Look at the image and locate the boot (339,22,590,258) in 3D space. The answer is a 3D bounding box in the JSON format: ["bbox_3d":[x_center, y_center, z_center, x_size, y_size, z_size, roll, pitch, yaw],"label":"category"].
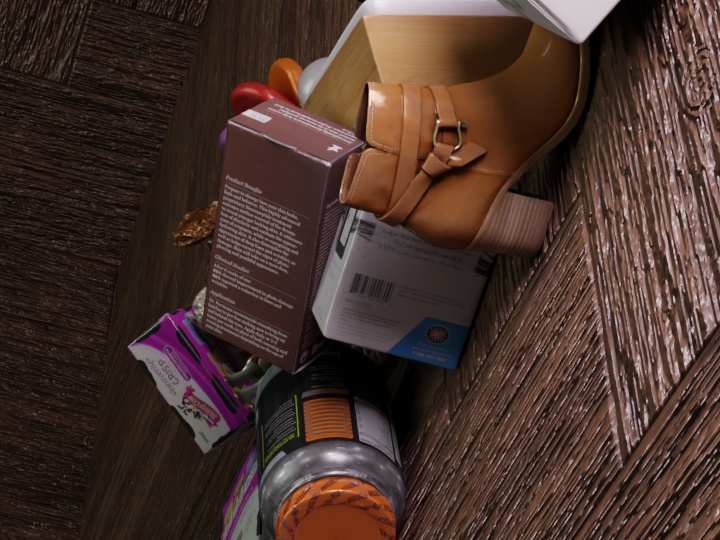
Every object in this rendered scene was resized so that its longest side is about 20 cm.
[{"bbox_3d":[0.076,-0.116,1.231,0.074,0.154,0.201,177,107,-76],"label":"boot"}]

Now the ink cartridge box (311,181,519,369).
[{"bbox_3d":[0.048,-0.036,1.349,0.068,0.115,0.201,-117,44,-69],"label":"ink cartridge box"}]

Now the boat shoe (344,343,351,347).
[{"bbox_3d":[-0.023,0.061,1.683,0.202,0.064,0.075,115,145,-57],"label":"boat shoe"}]

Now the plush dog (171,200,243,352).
[{"bbox_3d":[-0.100,-0.012,1.785,0.161,0.200,0.172,-48,63,11],"label":"plush dog"}]

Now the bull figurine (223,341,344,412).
[{"bbox_3d":[-0.059,0.084,1.562,0.121,0.200,0.065,-39,51,-3],"label":"bull figurine"}]

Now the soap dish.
[{"bbox_3d":[0.047,-0.147,1.415,0.200,0.156,0.082,132,133,-63],"label":"soap dish"}]

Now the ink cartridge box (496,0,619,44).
[{"bbox_3d":[0.141,-0.244,1.157,0.147,0.083,0.200,-49,17,6],"label":"ink cartridge box"}]

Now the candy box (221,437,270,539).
[{"bbox_3d":[-0.097,0.278,1.735,0.201,0.061,0.137,-91,21,-51],"label":"candy box"}]

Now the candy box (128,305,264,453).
[{"bbox_3d":[-0.150,0.104,1.796,0.061,0.137,0.200,-38,-5,15],"label":"candy box"}]

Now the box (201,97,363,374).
[{"bbox_3d":[-0.063,-0.028,1.409,0.075,0.100,0.201,-36,-36,-50],"label":"box"}]

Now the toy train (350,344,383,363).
[{"bbox_3d":[0.000,0.000,1.524,0.201,0.084,0.116,110,150,-44],"label":"toy train"}]

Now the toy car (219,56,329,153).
[{"bbox_3d":[-0.083,-0.149,1.939,0.175,0.149,0.201,131,151,-61],"label":"toy car"}]

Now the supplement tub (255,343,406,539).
[{"bbox_3d":[-0.026,0.161,1.434,0.200,0.122,0.123,-97,25,-59],"label":"supplement tub"}]

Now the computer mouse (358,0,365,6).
[{"bbox_3d":[0.088,-0.318,1.629,0.200,0.046,0.140,-50,-7,24],"label":"computer mouse"}]
